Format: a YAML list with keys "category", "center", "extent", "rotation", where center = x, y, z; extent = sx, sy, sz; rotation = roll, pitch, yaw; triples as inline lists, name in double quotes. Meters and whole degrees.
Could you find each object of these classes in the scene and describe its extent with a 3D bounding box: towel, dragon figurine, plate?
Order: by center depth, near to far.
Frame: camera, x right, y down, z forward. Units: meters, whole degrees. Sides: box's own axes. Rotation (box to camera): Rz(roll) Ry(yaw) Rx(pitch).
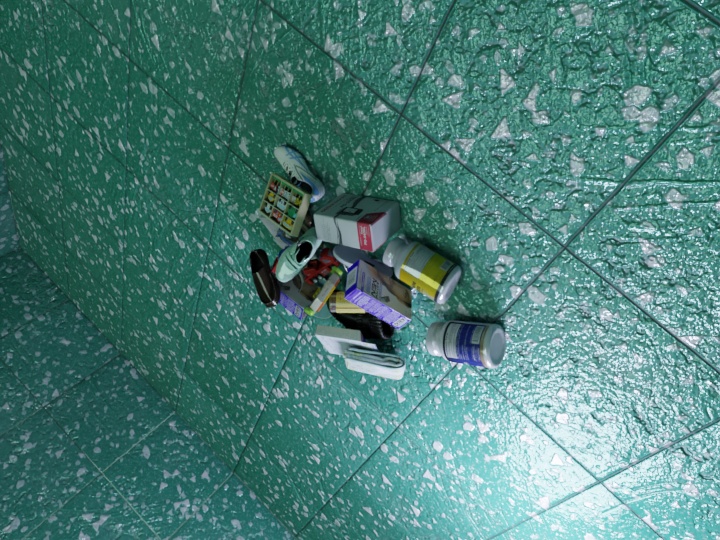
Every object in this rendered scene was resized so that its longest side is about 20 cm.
- category: "dragon figurine"
  center: [-0.211, -0.040, 1.640]
  extent: [0.097, 0.059, 0.204]
  rotation: [6, 111, 10]
- category: "towel"
  center: [0.044, 0.293, 1.724]
  extent: [0.196, 0.049, 0.172]
  rotation: [12, 160, 6]
- category: "plate"
  center: [-0.155, 0.071, 1.846]
  extent: [0.198, 0.025, 0.203]
  rotation: [23, 131, 29]

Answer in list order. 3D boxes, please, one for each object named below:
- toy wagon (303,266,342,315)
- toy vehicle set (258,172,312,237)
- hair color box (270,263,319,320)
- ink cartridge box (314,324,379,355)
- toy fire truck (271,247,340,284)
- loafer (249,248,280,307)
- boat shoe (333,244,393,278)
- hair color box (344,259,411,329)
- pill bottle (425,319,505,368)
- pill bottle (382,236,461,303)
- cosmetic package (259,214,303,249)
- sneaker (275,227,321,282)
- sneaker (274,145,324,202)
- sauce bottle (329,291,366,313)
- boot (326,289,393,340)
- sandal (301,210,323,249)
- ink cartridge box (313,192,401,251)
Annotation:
- category: "toy wagon"
  center: [-0.113, 0.067, 1.648]
  extent: [0.039, 0.156, 0.200]
  rotation: [35, 170, -3]
- category: "toy vehicle set"
  center: [-0.219, -0.192, 1.566]
  extent: [0.199, 0.026, 0.126]
  rotation: [35, 108, 45]
- category: "hair color box"
  center: [-0.230, 0.060, 1.793]
  extent: [0.199, 0.109, 0.065]
  rotation: [36, 137, 16]
- category: "ink cartridge box"
  center: [-0.028, 0.233, 1.735]
  extent: [0.196, 0.044, 0.197]
  rotation: [6, 156, 14]
- category: "toy fire truck"
  center: [-0.170, -0.025, 1.707]
  extent: [0.140, 0.049, 0.199]
  rotation: [37, 130, -26]
- category: "loafer"
  center: [-0.314, 0.023, 1.717]
  extent: [0.072, 0.071, 0.203]
  rotation: [-27, 73, 12]
- category: "boat shoe"
  center: [0.003, -0.002, 1.628]
  extent: [0.199, 0.075, 0.087]
  rotation: [25, 135, 14]
- category: "hair color box"
  center: [0.053, 0.068, 1.531]
  extent: [0.198, 0.111, 0.065]
  rotation: [32, 132, -25]
- category: "pill bottle"
  center: [0.283, 0.195, 1.479]
  extent: [0.197, 0.115, 0.118]
  rotation: [3, 120, 41]
- category: "pill bottle"
  center: [0.161, -0.007, 1.448]
  extent: [0.198, 0.112, 0.113]
  rotation: [32, 135, 21]
- category: "cosmetic package"
  center: [-0.227, -0.111, 1.715]
  extent: [0.081, 0.051, 0.201]
  rotation: [5, 143, 36]
- category: "sneaker"
  center: [-0.190, -0.032, 1.543]
  extent: [0.073, 0.118, 0.201]
  rotation: [39, 112, -5]
- category: "sneaker"
  center: [-0.186, -0.285, 1.592]
  extent: [0.200, 0.072, 0.072]
  rotation: [48, 140, 6]
- category: "sauce bottle"
  center: [0.006, 0.097, 1.638]
  extent: [0.195, 0.065, 0.066]
  rotation: [2, 125, 4]
- category: "boot"
  center: [0.001, 0.135, 1.705]
  extent: [0.212, 0.080, 0.157]
  rotation: [49, 146, -20]
- category: "sandal"
  center: [-0.171, -0.154, 1.682]
  extent: [0.202, 0.057, 0.080]
  rotation: [54, 178, -27]
- category: "ink cartridge box"
  center: [-0.010, -0.135, 1.483]
  extent: [0.197, 0.145, 0.085]
  rotation: [14, 128, 33]
